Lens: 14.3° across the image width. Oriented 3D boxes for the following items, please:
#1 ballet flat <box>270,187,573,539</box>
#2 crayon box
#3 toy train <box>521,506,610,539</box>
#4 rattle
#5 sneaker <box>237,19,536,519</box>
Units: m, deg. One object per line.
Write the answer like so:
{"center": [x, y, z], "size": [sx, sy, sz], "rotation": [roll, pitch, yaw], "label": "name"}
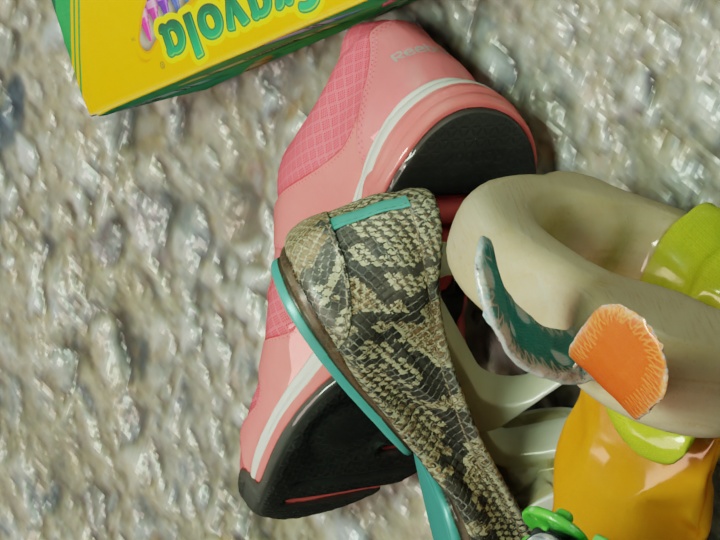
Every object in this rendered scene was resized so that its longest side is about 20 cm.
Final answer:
{"center": [0.038, 0.050, 0.948], "size": [0.068, 0.075, 0.200], "rotation": [-110, -5, -50], "label": "ballet flat"}
{"center": [-0.036, -0.136, 0.985], "size": [0.200, 0.058, 0.119], "rotation": [-18, 90, 49], "label": "crayon box"}
{"center": [0.067, 0.127, 0.912], "size": [0.056, 0.042, 0.200], "rotation": [28, 160, 12], "label": "toy train"}
{"center": [0.062, 0.050, 0.826], "size": [0.130, 0.200, 0.143], "rotation": [36, 109, -3], "label": "rattle"}
{"center": [0.000, 0.000, 1.003], "size": [0.087, 0.074, 0.200], "rotation": [57, 138, 40], "label": "sneaker"}
